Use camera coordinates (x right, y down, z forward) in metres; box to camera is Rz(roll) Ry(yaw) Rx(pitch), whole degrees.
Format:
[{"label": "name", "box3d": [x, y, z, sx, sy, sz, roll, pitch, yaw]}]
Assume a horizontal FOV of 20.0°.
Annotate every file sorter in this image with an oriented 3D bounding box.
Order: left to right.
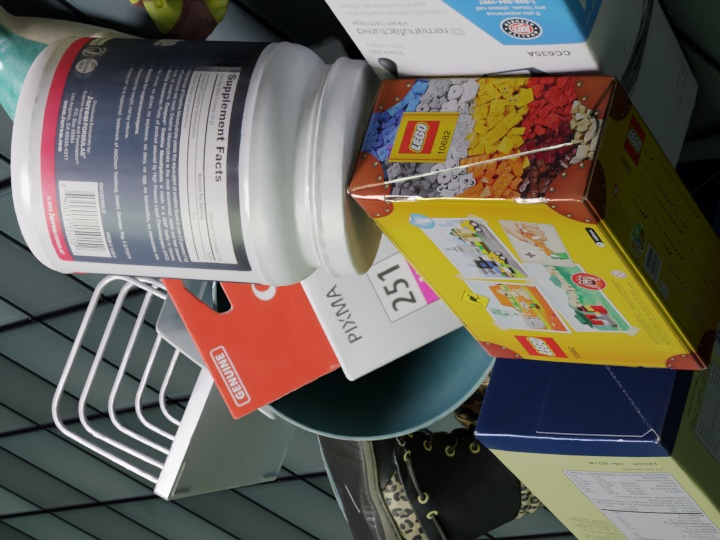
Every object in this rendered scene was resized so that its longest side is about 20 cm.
[{"label": "file sorter", "box3d": [-0.129, 0.080, 1.571, 0.124, 0.140, 0.200, 24, -173, 19]}]

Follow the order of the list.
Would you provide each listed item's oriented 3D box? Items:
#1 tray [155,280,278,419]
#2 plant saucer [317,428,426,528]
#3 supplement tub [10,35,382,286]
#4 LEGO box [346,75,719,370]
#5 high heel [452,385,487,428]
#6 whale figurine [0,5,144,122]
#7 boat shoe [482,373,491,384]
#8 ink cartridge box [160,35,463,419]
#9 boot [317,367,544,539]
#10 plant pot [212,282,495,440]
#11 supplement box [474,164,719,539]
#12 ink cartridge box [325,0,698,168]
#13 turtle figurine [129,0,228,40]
[{"label": "tray", "box3d": [-0.083, 0.016, 1.463, 0.107, 0.201, 0.022, 37, 118, -15]}, {"label": "plant saucer", "box3d": [0.015, 0.130, 1.616, 0.027, 0.202, 0.200, -15, 143, 20]}, {"label": "supplement tub", "box3d": [-0.091, -0.064, 1.192, 0.198, 0.141, 0.141, 3, 152, 13]}, {"label": "LEGO box", "box3d": [0.107, -0.024, 1.163, 0.148, 0.078, 0.200, 3, 152, 32]}, {"label": "high heel", "box3d": [0.145, 0.089, 1.560, 0.141, 0.072, 0.201, 21, 144, 10]}, {"label": "whale figurine", "box3d": [-0.194, -0.108, 1.369, 0.199, 0.104, 0.159, 26, 155, -15]}, {"label": "boat shoe", "box3d": [0.089, 0.054, 1.468, 0.198, 0.072, 0.076, 8, 120, 26]}, {"label": "ink cartridge box", "box3d": [-0.047, -0.021, 1.296, 0.201, 0.173, 0.044, 63, -178, -13]}, {"label": "boot", "box3d": [0.055, 0.127, 1.516, 0.073, 0.153, 0.205, 28, 138, 58]}, {"label": "plant pot", "box3d": [0.000, 0.000, 1.393, 0.199, 0.202, 0.135, 22, -169, -7]}, {"label": "supplement box", "box3d": [0.199, 0.069, 1.340, 0.133, 0.201, 0.200, 0, 149, 36]}, {"label": "ink cartridge box", "box3d": [0.089, -0.130, 1.151, 0.145, 0.086, 0.200, 3, 150, 29]}, {"label": "turtle figurine", "box3d": [-0.155, -0.184, 1.183, 0.161, 0.065, 0.199, 28, 177, -38]}]
